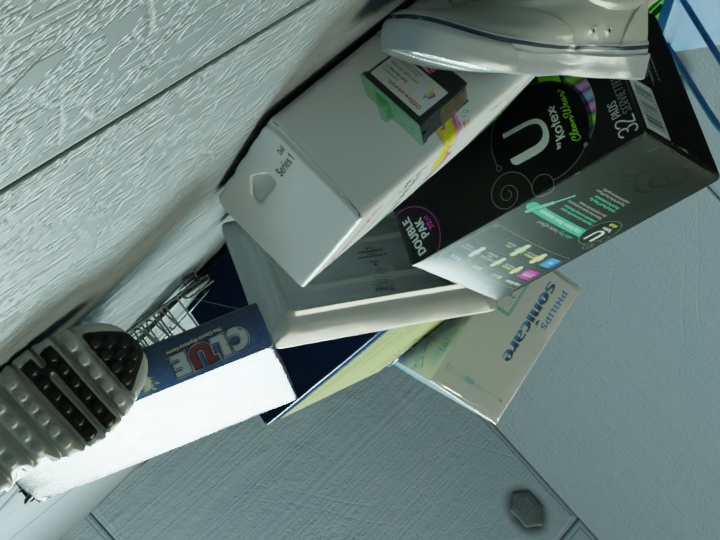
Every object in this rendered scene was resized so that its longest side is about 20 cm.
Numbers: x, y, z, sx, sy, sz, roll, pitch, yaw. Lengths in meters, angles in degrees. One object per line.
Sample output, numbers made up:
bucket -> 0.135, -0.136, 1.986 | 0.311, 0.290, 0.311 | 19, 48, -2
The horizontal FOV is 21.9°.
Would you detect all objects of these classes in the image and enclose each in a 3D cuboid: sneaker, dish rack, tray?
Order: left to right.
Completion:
sneaker -> -0.221, 0.103, 1.158 | 0.200, 0.075, 0.081 | -39, -170, -22
dish rack -> -0.186, 0.084, 1.444 | 0.153, 0.055, 0.200 | -43, 178, 37
tray -> 0.004, -0.007, 1.380 | 0.200, 0.107, 0.022 | -9, 157, -28
sneaker -> 0.092, -0.151, 1.098 | 0.200, 0.071, 0.073 | -3, -171, -41

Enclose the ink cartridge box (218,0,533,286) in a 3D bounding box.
ink cartridge box -> 0.020, -0.096, 1.187 | 0.200, 0.084, 0.145 | -41, 177, -25

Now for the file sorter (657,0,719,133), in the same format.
file sorter -> 0.315, -0.204, 1.324 | 0.139, 0.123, 0.200 | -10, 143, -17

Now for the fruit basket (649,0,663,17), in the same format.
fruit basket -> 0.235, -0.190, 1.647 | 0.156, 0.216, 0.216 | -42, 178, 0

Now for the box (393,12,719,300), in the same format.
box -> 0.126, -0.094, 1.340 | 0.200, 0.149, 0.124 | -30, 151, 27

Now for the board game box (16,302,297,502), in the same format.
board game box -> -0.149, 0.093, 1.272 | 0.200, 0.035, 0.136 | -22, 160, -2

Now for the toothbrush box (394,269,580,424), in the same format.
toothbrush box -> 0.091, 0.038, 1.709 | 0.146, 0.085, 0.200 | -57, -155, -2

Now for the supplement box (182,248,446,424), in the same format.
supplement box -> 0.000, 0.000, 1.547 | 0.200, 0.134, 0.200 | -40, 169, 33

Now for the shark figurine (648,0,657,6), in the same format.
shark figurine -> 0.172, -0.214, 1.429 | 0.128, 0.090, 0.214 | -45, 175, 17
